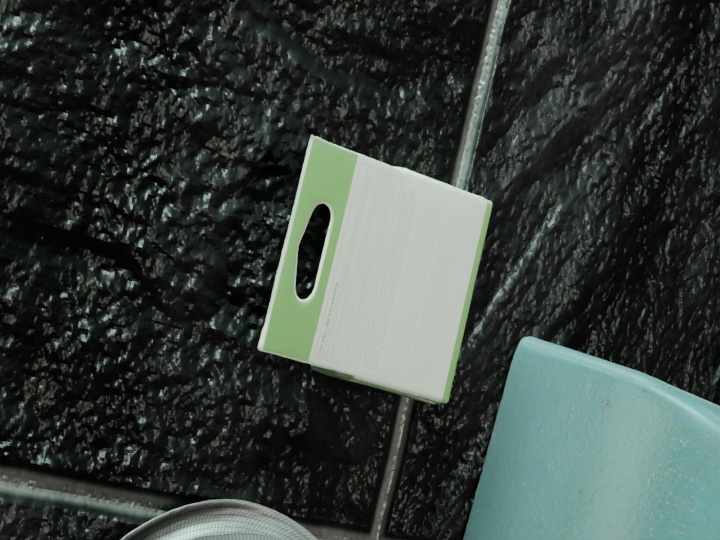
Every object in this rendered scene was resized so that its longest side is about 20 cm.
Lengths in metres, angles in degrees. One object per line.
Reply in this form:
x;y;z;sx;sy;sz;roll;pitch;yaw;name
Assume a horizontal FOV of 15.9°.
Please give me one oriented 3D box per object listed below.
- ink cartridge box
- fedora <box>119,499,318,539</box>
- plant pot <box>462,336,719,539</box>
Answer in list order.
0.000;0.000;1.704;0.200;0.048;0.146;18;84;-47;ink cartridge box
-0.074;0.220;1.577;0.199;0.090;0.177;-17;77;-27;fedora
0.220;0.178;1.866;0.196;0.200;0.197;23;81;-47;plant pot
